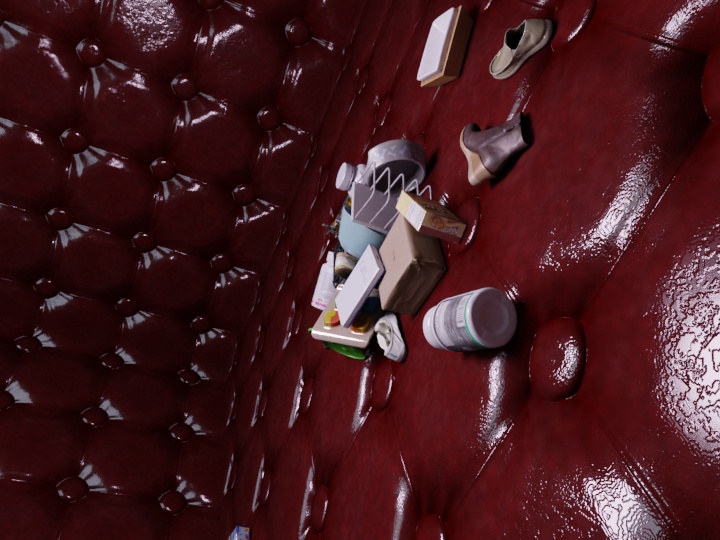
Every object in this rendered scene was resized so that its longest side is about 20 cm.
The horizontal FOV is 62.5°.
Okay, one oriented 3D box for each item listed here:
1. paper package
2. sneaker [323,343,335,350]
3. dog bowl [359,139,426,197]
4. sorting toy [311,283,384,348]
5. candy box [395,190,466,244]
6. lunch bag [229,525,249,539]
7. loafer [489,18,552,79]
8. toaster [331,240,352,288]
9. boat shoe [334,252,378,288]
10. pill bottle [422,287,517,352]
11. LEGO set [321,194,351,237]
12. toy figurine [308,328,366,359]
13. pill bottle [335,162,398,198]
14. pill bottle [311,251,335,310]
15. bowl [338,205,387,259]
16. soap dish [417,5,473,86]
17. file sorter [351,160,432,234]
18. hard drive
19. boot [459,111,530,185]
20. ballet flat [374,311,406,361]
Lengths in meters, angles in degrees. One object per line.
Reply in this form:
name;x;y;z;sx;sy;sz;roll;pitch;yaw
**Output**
paper package;0.123;-0.016;1.549;0.201;0.102;0.192;-98;30;-47
sneaker;-0.051;0.163;1.895;0.075;0.105;0.203;154;129;-65
dog bowl;0.098;-0.285;1.704;0.200;0.198;0.059;-51;43;49
sorting toy;-0.027;0.122;1.703;0.201;0.183;0.037;-62;-32;-37
candy box;0.172;-0.136;1.482;0.200;0.114;0.056;-121;49;-65
lunch bag;-0.514;1.182;2.471;0.161;0.075;0.202;125;154;-49
loafer;0.349;-0.508;1.342;0.200;0.067;0.077;147;135;-63
toaster;-0.012;-0.038;1.924;0.181;0.117;0.202;123;154;-43
boat shoe;0.000;0.000;1.755;0.073;0.199;0.067;-22;58;29
pill bottle;0.211;0.104;1.188;0.200;0.112;0.115;154;129;-66
LEGO set;-0.027;-0.159;2.009;0.200;0.153;0.117;-39;22;48
toy figurine;-0.041;0.143;1.802;0.150;0.199;0.186;-14;49;60
pill bottle;0.028;-0.268;1.864;0.111;0.198;0.113;-164;90;-71
pill bottle;-0.095;0.042;2.105;0.113;0.112;0.203;-158;84;-71
bowl;0.013;-0.097;1.755;0.106;0.199;0.201;-59;22;15
soap dish;0.246;-0.638;1.718;0.157;0.080;0.203;-165;91;-71
file sorter;0.090;-0.191;1.639;0.125;0.198;0.140;-45;34;46
hard drive;-0.004;0.042;1.632;0.201;0.025;0.132;-58;26;23
boot;0.307;-0.300;1.339;0.166;0.072;0.202;-39;36;40
ballet flat;0.073;0.169;1.604;0.201;0.069;0.070;-108;38;-59
